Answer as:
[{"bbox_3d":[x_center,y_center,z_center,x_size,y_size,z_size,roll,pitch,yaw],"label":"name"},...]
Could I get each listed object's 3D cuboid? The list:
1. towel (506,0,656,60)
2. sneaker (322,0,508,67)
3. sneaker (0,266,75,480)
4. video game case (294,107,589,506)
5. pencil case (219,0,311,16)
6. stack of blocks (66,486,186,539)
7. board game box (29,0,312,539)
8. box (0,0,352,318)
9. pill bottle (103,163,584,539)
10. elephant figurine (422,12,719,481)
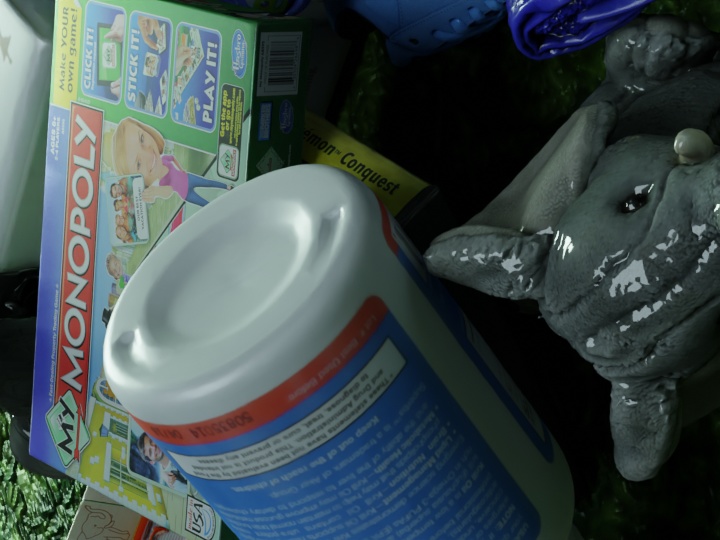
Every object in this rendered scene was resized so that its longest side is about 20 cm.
[{"bbox_3d":[0.096,-0.187,0.758,0.147,0.049,0.201,-20,66,33],"label":"towel"},{"bbox_3d":[0.049,-0.119,0.881,0.200,0.066,0.079,11,104,54],"label":"sneaker"},{"bbox_3d":[-0.088,0.039,0.982,0.060,0.198,0.105,-113,24,-48],"label":"sneaker"},{"bbox_3d":[0.000,0.000,0.916,0.180,0.025,0.200,34,162,41],"label":"video game case"},{"bbox_3d":[-0.066,-0.186,0.938,0.078,0.086,0.201,-50,34,33],"label":"pencil case"},{"bbox_3d":[-0.055,0.171,0.990,0.114,0.059,0.201,6,137,13],"label":"stack of blocks"},{"bbox_3d":[-0.077,-0.006,0.864,0.134,0.029,0.202,18,108,47],"label":"board game box"},{"bbox_3d":[-0.143,-0.086,1.044,0.200,0.171,0.200,48,132,33],"label":"box"},{"bbox_3d":[0.007,0.069,0.788,0.112,0.112,0.200,8,142,50],"label":"pill bottle"},{"bbox_3d":[0.093,-0.006,0.730,0.141,0.200,0.156,14,117,20],"label":"elephant figurine"}]
